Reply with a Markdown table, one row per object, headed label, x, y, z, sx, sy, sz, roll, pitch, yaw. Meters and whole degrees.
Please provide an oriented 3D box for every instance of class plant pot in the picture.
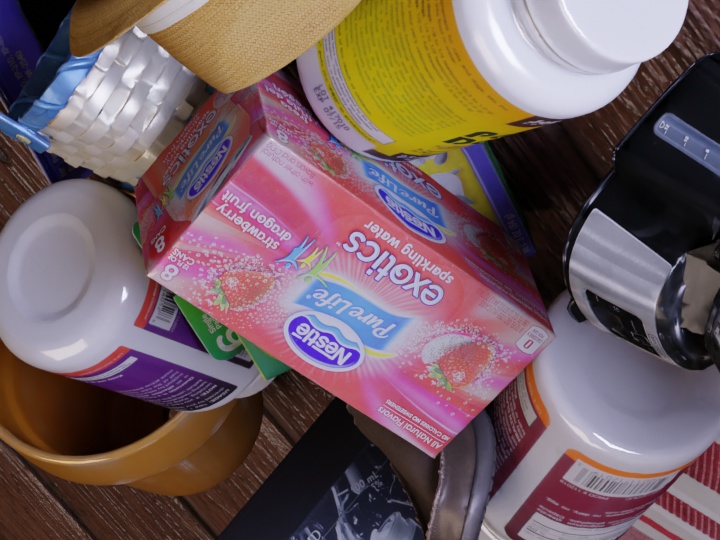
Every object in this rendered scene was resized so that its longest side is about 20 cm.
| label | x | y | z | sx | sy | sz | roll | pitch | yaw |
| --- | --- | --- | --- | --- | --- | --- | --- | --- | --- |
| plant pot | -0.155 | 0.072 | 1.464 | 0.199 | 0.201 | 0.183 | 26 | 166 | 26 |

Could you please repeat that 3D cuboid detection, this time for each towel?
| label | x | y | z | sx | sy | sz | roll | pitch | yaw |
| --- | --- | --- | --- | --- | --- | --- | --- | --- | --- |
| towel | 0.197 | 0.130 | 1.258 | 0.144 | 0.023 | 0.201 | 31 | 150 | 24 |

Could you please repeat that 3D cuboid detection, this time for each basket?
| label | x | y | z | sx | sy | sz | roll | pitch | yaw |
| --- | --- | --- | --- | --- | --- | --- | --- | --- | --- |
| basket | -0.156 | -0.143 | 1.140 | 0.200 | 0.177 | 0.139 | 38 | 161 | -19 |

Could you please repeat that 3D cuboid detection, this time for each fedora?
| label | x | y | z | sx | sy | sz | roll | pitch | yaw |
| --- | --- | --- | --- | --- | --- | --- | --- | --- | --- |
| fedora | -0.046 | -0.148 | 0.962 | 0.082 | 0.201 | 0.200 | 50 | 152 | -17 |

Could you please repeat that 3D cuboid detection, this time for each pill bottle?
| label | x | y | z | sx | sy | sz | roll | pitch | yaw |
| --- | --- | --- | --- | --- | --- | --- | --- | --- | --- |
| pill bottle | 0.061 | -0.118 | 0.969 | 0.109 | 0.109 | 0.200 | 50 | 152 | -17 |
| pill bottle | -0.126 | 0.022 | 1.242 | 0.112 | 0.113 | 0.200 | 22 | 178 | 33 |
| pill bottle | 0.124 | 0.093 | 1.161 | 0.114 | 0.114 | 0.200 | 38 | 150 | 6 |

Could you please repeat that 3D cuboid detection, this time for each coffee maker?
| label | x | y | z | sx | sy | sz | roll | pitch | yaw |
| --- | --- | --- | --- | --- | --- | --- | --- | --- | --- |
| coffee maker | 0.218 | -0.003 | 0.903 | 0.200 | 0.191 | 0.135 | 41 | 152 | 40 |

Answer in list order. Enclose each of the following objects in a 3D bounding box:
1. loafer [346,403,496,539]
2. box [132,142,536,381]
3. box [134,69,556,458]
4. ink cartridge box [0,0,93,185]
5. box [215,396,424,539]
| label | x | y | z | sx | sy | sz | roll | pitch | yaw |
| --- | --- | --- | --- | --- | --- | --- | --- | --- | --- |
| loafer | 0.026 | 0.090 | 1.172 | 0.200 | 0.070 | 0.073 | -109 | 26 | -56 |
| box | -0.016 | -0.020 | 1.139 | 0.118 | 0.199 | 0.049 | 59 | -169 | -32 |
| box | -0.009 | -0.005 | 1.065 | 0.199 | 0.103 | 0.095 | 35 | -159 | -27 |
| ink cartridge box | -0.226 | -0.151 | 1.274 | 0.199 | 0.043 | 0.200 | 64 | 175 | -36 |
| box | 0.014 | 0.206 | 1.407 | 0.182 | 0.200 | 0.104 | 49 | 153 | -17 |
